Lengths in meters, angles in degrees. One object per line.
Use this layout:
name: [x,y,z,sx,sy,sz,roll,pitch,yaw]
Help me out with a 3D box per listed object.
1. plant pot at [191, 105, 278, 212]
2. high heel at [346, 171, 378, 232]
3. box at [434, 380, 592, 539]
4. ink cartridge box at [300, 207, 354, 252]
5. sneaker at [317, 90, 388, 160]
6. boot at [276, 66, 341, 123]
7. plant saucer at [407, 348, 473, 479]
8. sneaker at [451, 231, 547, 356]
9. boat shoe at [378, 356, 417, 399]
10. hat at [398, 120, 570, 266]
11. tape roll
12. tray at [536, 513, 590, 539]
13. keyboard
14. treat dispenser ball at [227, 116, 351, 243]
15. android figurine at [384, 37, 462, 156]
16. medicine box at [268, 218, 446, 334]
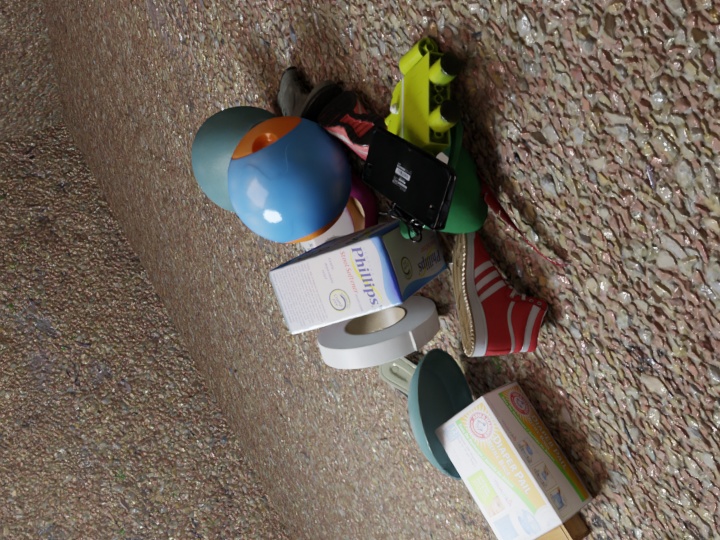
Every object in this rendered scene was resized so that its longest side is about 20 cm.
plant pot: [-0.194,-0.214,1.535,0.134,0.199,0.202,-10,103,60]
high heel: [-0.011,-0.075,1.396,0.201,0.096,0.068,59,156,15]
box: [0.216,0.277,1.198,0.112,0.101,0.201,-45,69,34]
ink cartridge box: [-0.042,-0.013,1.508,0.147,0.082,0.201,177,71,-77]
sneaker: [-0.001,-0.207,1.291,0.087,0.074,0.200,51,180,-39]
boot: [-0.101,-0.295,1.430,0.131,0.067,0.200,66,155,15]
plant saucer: [0.123,0.222,1.289,0.036,0.200,0.202,-16,99,29]
sneaker: [0.188,0.026,1.134,0.071,0.111,0.201,103,167,-57]
boat shoe: [0.119,0.215,1.457,0.200,0.072,0.068,39,-179,35]
hat: [0.162,-0.084,1.119,0.166,0.175,0.201,132,155,-54]
tape roll: [0.029,0.097,1.347,0.202,0.202,0.037,12,122,61]
tray: [0.275,0.395,1.311,0.099,0.037,0.200,58,156,18]
keyboard: [0.064,-0.106,1.058,0.200,0.039,0.105,44,122,54]
treat dispenser ball: [-0.113,-0.145,1.342,0.201,0.200,0.202,46,149,38]
android figurine: [0.076,-0.205,1.103,0.200,0.041,0.184,159,114,-68]
medicine box: [0.000,0.000,1.247,0.199,0.182,0.104,-18,97,29]
